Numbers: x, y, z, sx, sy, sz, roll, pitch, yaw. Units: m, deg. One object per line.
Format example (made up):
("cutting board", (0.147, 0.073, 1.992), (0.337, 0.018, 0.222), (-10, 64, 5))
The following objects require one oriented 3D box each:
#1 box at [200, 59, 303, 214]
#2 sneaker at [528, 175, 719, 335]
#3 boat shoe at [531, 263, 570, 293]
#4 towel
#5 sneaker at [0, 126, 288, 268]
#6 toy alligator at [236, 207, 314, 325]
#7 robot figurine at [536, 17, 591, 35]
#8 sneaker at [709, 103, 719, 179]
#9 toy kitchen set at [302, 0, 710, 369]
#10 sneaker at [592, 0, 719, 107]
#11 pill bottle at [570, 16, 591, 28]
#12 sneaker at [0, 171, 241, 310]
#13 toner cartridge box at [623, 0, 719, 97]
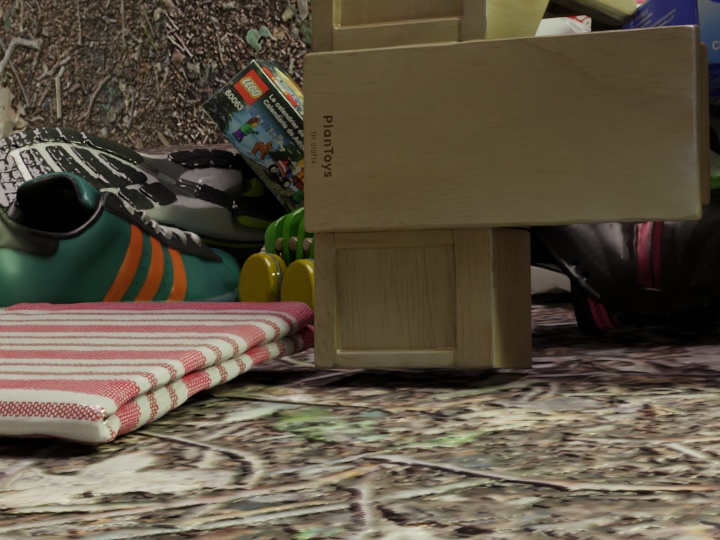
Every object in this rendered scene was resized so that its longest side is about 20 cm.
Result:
("box", (-0.021, -0.051, 1.166), (0.038, 0.137, 0.200), (-39, 4, 4))
("sneaker", (0.132, -0.002, 0.932), (0.199, 0.084, 0.077), (19, -15, 39))
("boat shoe", (0.136, -0.014, 1.045), (0.073, 0.061, 0.200), (-1, 5, -21))
("towel", (-0.117, 0.041, 0.837), (0.145, 0.030, 0.200), (-1, 8, 22))
("sneaker", (-0.125, -0.019, 1.129), (0.199, 0.081, 0.074), (7, 33, -39))
("toy alligator", (0.000, 0.000, 0.989), (0.059, 0.055, 0.199), (3, 3, -33))
("robot figurine", (0.072, -0.098, 1.236), (0.199, 0.113, 0.170), (8, 36, -34))
("sneaker", (0.221, -0.049, 0.956), (0.199, 0.088, 0.074), (26, -7, 45))
("toy kitchen set", (0.089, -0.060, 0.894), (0.162, 0.202, 0.180), (-1, -3, 27))
("sneaker", (0.196, -0.091, 1.159), (0.073, 0.088, 0.199), (-11, 30, -43))
("pill bottle", (0.140, -0.118, 1.385), (0.200, 0.114, 0.114), (-39, 4, 4))
("sneaker", (-0.121, -0.008, 1.029), (0.071, 0.081, 0.200), (1, 4, 32))
("toner cartridge box", (0.175, -0.104, 0.938), (0.094, 0.044, 0.200), (-5, 0, -1))
